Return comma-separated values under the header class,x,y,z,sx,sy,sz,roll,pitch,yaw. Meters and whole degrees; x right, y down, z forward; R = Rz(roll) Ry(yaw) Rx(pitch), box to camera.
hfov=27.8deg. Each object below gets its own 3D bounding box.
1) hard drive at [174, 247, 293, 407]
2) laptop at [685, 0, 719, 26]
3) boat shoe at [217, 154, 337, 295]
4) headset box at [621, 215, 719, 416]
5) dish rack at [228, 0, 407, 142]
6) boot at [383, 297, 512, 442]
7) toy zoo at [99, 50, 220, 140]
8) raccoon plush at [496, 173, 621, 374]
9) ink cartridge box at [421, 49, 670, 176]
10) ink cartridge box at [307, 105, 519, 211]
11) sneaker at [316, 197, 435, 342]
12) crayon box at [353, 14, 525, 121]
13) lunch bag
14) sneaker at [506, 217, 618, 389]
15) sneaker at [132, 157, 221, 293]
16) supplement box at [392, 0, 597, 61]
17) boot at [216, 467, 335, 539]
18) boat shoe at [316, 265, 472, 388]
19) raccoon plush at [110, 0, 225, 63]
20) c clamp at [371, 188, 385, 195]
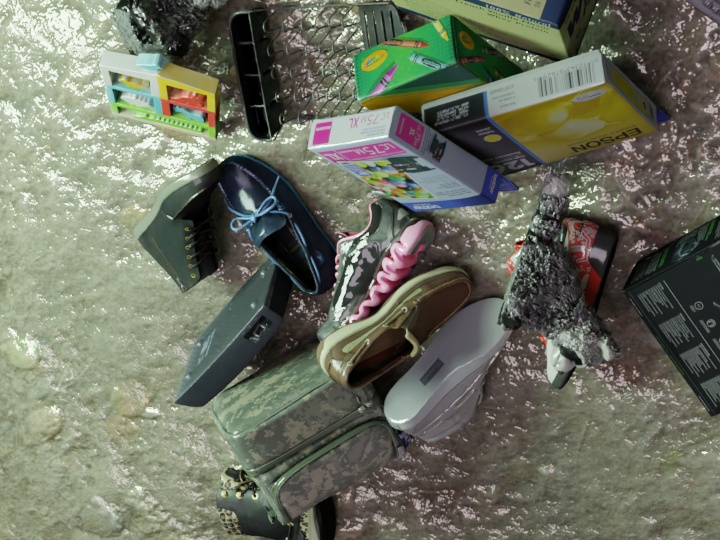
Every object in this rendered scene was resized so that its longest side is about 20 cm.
class,x,y,z,sx,sy,sz,roll,pitch,yaw
hard drive,-0.151,0.076,1.779,0.042,0.135,0.200,34,123,-16
laptop,0.395,-0.283,1.378,0.200,0.103,0.177,37,123,2
boat shoe,-0.098,-0.056,1.724,0.200,0.069,0.084,43,123,-1
headset box,0.413,0.028,1.532,0.200,0.093,0.174,-33,99,32
dish rack,-0.039,-0.226,1.623,0.199,0.055,0.154,1,116,23
boot,0.121,0.121,1.725,0.200,0.096,0.074,-44,51,10
toy zoo,-0.223,-0.200,1.637,0.131,0.200,0.021,14,77,-3
raccoon plush,0.230,0.013,1.540,0.134,0.097,0.200,18,115,4
ink cartridge box,0.195,-0.146,1.487,0.197,0.200,0.047,-16,65,28
ink cartridge box,0.057,-0.105,1.488,0.119,0.042,0.200,-3,159,46
sneaker,0.000,0.000,1.705,0.095,0.079,0.200,40,109,13
crayon box,0.097,-0.184,1.508,0.119,0.200,0.058,-19,65,30
lunch bag,-0.056,0.196,1.761,0.200,0.139,0.168,-31,114,-8
sneaker,0.213,0.029,1.636,0.108,0.067,0.202,20,118,14
sneaker,-0.194,-0.054,1.743,0.106,0.075,0.200,53,145,3
supplement box,0.129,-0.307,1.400,0.200,0.200,0.135,20,92,13
boot,-0.113,0.282,1.902,0.150,0.073,0.200,6,122,20
boat shoe,0.052,0.072,1.661,0.202,0.075,0.075,-34,127,-8
raccoon plush,-0.213,-0.298,1.656,0.097,0.134,0.200,47,159,-12
c clamp,0.040,-0.114,1.570,0.170,0.027,0.200,7,161,32
